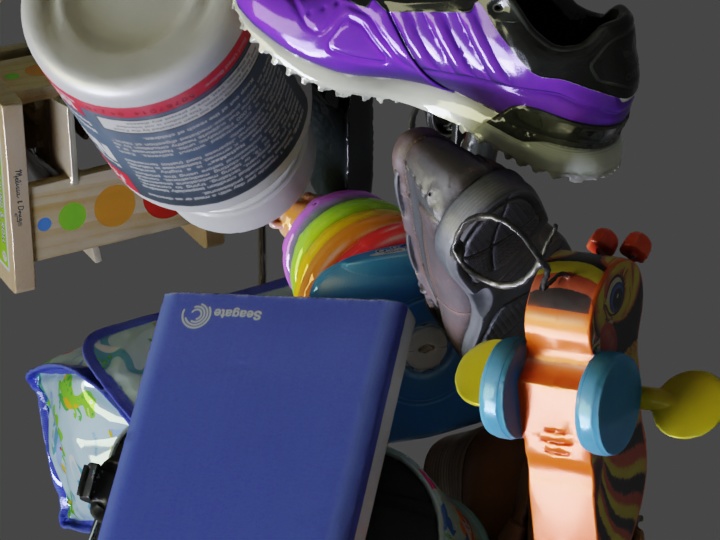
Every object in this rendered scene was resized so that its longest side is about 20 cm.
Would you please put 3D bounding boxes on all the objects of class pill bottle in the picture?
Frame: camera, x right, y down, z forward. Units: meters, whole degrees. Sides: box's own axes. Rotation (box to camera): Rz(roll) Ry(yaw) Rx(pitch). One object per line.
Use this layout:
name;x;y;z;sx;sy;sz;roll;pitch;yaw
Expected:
pill bottle;-0.090;-0.099;1.550;0.120;0.119;0.200;62;-179;28

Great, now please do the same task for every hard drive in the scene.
hard drive;-0.057;0.106;1.436;0.025;0.131;0.201;55;-138;-54

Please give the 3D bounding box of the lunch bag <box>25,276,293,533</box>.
lunch bag;-0.082;0.080;1.728;0.200;0.169;0.128;-4;100;67

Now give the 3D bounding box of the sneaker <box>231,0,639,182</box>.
sneaker;0.040;-0.124;1.382;0.199;0.070;0.100;22;125;11

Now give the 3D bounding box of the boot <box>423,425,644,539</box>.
boot;0.096;0.173;1.506;0.154;0.073;0.201;-7;99;62

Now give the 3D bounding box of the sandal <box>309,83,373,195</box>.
sandal;-0.026;-0.122;1.636;0.075;0.048;0.202;38;137;55

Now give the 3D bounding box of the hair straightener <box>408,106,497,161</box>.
hair straightener;0.056;-0.106;1.487;0.077;0.041;0.201;54;153;41

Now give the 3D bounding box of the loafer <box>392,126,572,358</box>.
loafer;0.056;-0.012;1.428;0.063;0.072;0.200;46;171;22

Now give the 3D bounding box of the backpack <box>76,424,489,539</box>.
backpack;-0.033;0.170;1.489;0.199;0.151;0.179;1;66;30

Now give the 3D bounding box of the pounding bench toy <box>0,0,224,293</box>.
pounding bench toy;-0.165;-0.115;1.820;0.124;0.155;0.201;42;140;53

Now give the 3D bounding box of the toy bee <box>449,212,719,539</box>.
toy bee;0.110;0.037;1.377;0.130;0.109;0.201;26;136;16

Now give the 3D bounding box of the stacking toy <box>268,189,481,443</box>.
stacking toy;0.000;0.000;1.589;0.200;0.115;0.110;-131;34;-59
